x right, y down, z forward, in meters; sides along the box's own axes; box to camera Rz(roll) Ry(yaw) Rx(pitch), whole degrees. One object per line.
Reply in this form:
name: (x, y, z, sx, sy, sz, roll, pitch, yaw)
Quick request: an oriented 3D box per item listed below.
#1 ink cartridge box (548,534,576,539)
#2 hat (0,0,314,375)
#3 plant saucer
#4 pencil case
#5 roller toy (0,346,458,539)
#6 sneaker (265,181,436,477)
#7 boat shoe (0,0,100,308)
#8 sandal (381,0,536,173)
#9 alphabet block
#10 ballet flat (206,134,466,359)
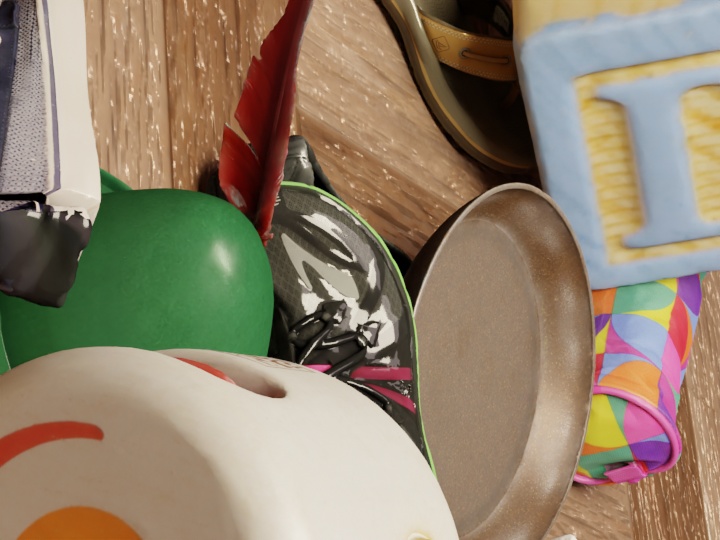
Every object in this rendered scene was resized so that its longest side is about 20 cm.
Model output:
ink cartridge box: (0.068, 0.223, 0.968, 0.201, 0.144, 0.085, 55, 32, -24)
hat: (-0.041, 0.002, 0.929, 0.201, 0.175, 0.166, 56, 31, -26)
plant saucer: (0.060, 0.056, 1.174, 0.200, 0.032, 0.202, -16, 109, -55)
pencil case: (0.158, 0.039, 1.363, 0.089, 0.088, 0.201, 56, 33, -25)
roller toy: (-0.060, 0.117, 0.817, 0.139, 0.200, 0.183, 7, 47, -59)
sneaker: (-0.008, 0.055, 1.042, 0.084, 0.076, 0.201, -43, 114, -79)
boat shoe: (-0.156, -0.072, 0.886, 0.092, 0.075, 0.201, 11, 34, -23)
sandal: (0.058, -0.139, 1.318, 0.201, 0.054, 0.080, 60, 30, -23)
alphabet block: (0.191, -0.134, 1.333, 0.201, 0.195, 0.196, -89, 169, -46)
ballet flat: (0.000, 0.000, 1.129, 0.200, 0.056, 0.067, 38, 42, -47)
